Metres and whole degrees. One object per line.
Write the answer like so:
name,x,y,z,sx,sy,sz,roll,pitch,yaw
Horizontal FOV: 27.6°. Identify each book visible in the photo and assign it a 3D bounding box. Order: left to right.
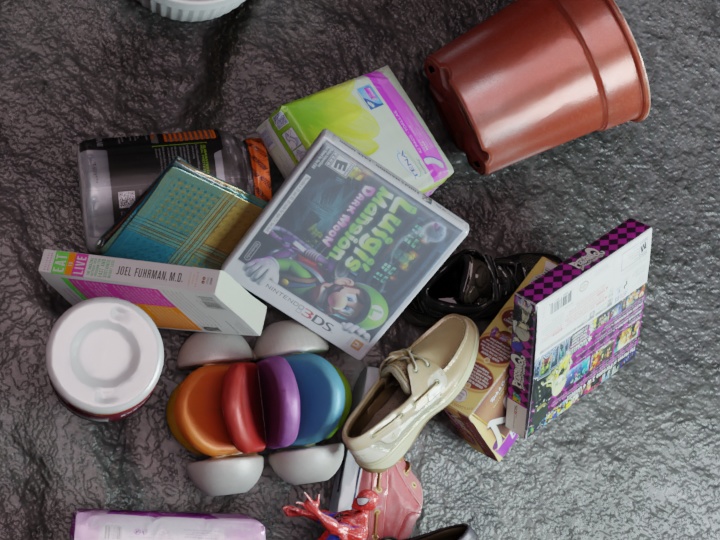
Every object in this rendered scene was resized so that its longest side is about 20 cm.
book,-0.212,0.023,1.508,0.199,0.134,0.048,7,73,19

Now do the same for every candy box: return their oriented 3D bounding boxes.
candy box,0.175,0.098,1.611,0.056,0.117,0.200,28,73,35

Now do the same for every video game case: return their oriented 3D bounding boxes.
video game case,-0.018,-0.022,1.515,0.181,0.023,0.200,33,118,-13
video game case,0.235,0.061,1.582,0.036,0.182,0.200,29,45,35

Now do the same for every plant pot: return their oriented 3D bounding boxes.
plant pot,0.188,-0.215,1.642,0.195,0.201,0.201,-27,86,-5

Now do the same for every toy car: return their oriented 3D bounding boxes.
toy car,-0.102,0.140,1.540,0.199,0.150,0.176,-6,81,-11

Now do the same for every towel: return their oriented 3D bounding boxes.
towel,-0.158,-0.032,1.540,0.200,0.147,0.022,25,33,-36

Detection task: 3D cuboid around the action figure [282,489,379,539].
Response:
action figure,-0.067,0.287,1.523,0.099,0.065,0.200,41,100,-17

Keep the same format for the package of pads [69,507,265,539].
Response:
package of pads,-0.199,0.286,1.513,0.199,0.121,0.076,5,80,-10

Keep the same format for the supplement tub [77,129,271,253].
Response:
supplement tub,-0.200,-0.086,1.574,0.199,0.123,0.123,-5,81,-11

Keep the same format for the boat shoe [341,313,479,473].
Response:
boat shoe,0.053,0.117,1.537,0.200,0.072,0.065,-50,135,-18

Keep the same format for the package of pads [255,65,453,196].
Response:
package of pads,-0.002,-0.125,1.603,0.200,0.068,0.155,-28,85,-46

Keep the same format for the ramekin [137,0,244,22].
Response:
ramekin,-0.190,-0.373,1.634,0.199,0.105,0.201,2,80,-11

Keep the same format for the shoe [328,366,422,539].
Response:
shoe,0.025,0.210,1.596,0.091,0.071,0.201,12,84,-10

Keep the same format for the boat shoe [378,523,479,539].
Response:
boat shoe,0.034,0.311,1.541,0.199,0.072,0.065,-15,111,10

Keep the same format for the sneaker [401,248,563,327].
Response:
sneaker,0.150,0.016,1.627,0.198,0.114,0.077,-7,82,-16

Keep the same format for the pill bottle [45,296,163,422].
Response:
pill bottle,-0.260,0.095,1.492,0.114,0.200,0.115,2,81,-10
